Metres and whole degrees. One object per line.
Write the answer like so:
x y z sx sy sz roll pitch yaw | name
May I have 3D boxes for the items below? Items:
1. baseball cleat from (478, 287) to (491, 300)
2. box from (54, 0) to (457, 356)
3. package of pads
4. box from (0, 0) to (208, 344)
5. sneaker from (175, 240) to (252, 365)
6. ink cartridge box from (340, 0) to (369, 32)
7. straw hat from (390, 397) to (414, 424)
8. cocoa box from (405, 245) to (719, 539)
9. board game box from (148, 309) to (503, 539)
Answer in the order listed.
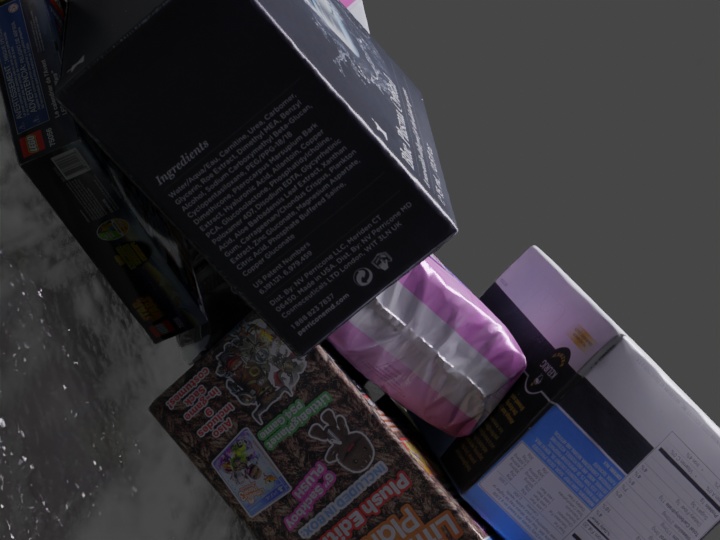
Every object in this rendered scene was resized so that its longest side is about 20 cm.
0.117 0.084 1.689 0.106 0.069 0.202 -46 140 -50 | baseball cleat
-0.058 -0.094 1.309 0.200 0.117 0.197 47 14 -23 | box
0.016 0.016 1.424 0.120 0.076 0.200 43 3 -19 | package of pads
-0.150 -0.065 1.355 0.200 0.040 0.138 61 10 -55 | box
-0.103 -0.006 1.518 0.087 0.080 0.200 55 0 -14 | sneaker
-0.095 -0.182 1.612 0.201 0.195 0.044 -103 -157 -54 | ink cartridge box
0.000 0.154 1.704 0.200 0.085 0.201 36 -16 12 | straw hat
0.123 0.096 1.427 0.133 0.131 0.200 44 3 -18 | cocoa box
-0.010 0.123 1.390 0.200 0.097 0.159 49 3 9 | board game box
